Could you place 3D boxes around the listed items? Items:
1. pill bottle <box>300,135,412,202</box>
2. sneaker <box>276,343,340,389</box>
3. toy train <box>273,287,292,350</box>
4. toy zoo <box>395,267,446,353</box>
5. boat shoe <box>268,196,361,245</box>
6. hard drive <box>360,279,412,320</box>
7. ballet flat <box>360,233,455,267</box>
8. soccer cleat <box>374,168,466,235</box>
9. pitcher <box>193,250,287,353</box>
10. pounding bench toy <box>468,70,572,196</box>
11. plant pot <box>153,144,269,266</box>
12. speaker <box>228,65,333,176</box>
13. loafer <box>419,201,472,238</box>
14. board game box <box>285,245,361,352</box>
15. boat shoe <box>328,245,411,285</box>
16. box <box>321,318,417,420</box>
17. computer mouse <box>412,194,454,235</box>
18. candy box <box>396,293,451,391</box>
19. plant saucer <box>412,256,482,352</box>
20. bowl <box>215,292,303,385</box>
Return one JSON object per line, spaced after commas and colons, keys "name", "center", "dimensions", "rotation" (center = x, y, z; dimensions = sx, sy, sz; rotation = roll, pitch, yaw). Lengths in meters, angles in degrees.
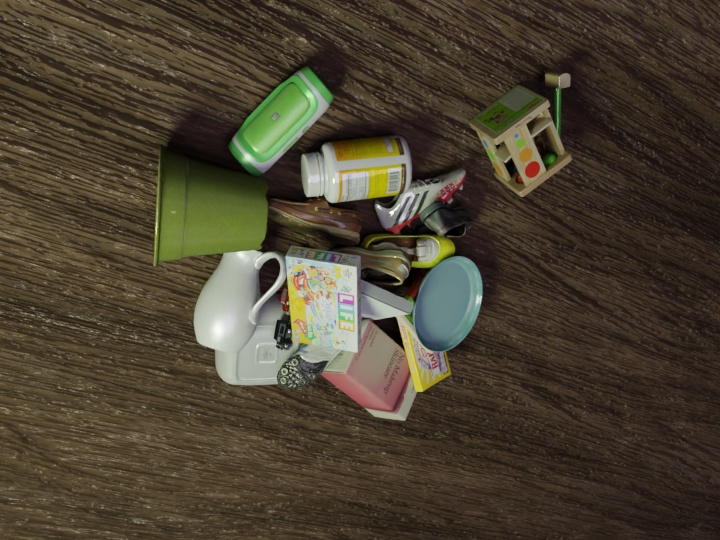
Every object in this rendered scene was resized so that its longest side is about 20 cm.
{"name": "pill bottle", "center": [-0.009, -0.187, 1.273], "dimensions": [0.194, 0.110, 0.112], "rotation": [-8, 118, -13]}
{"name": "sneaker", "center": [-0.088, 0.163, 1.384], "dimensions": [0.199, 0.072, 0.072], "rotation": [-42, 98, -5]}
{"name": "toy train", "center": [-0.139, 0.055, 1.349], "dimensions": [0.045, 0.034, 0.206], "rotation": [11, 83, -5]}
{"name": "toy zoo", "center": [0.162, 0.054, 1.449], "dimensions": [0.131, 0.020, 0.202], "rotation": [46, 67, -29]}
{"name": "boat shoe", "center": [-0.089, -0.107, 1.320], "dimensions": [0.195, 0.072, 0.069], "rotation": [16, 78, -15]}
{"name": "hard drive", "center": [-0.002, 0.065, 1.361], "dimensions": [0.130, 0.199, 0.027], "rotation": [24, 70, -25]}
{"name": "ballet flat", "center": [0.097, -0.041, 1.374], "dimensions": [0.194, 0.067, 0.069], "rotation": [3, 91, -1]}
{"name": "soccer cleat", "center": [0.118, -0.153, 1.353], "dimensions": [0.198, 0.069, 0.086], "rotation": [-34, 110, 9]}
{"name": "pitcher", "center": [-0.219, 0.050, 1.262], "dimensions": [0.120, 0.169, 0.205], "rotation": [18, 88, -55]}
{"name": "pounding bench toy", "center": [0.344, -0.269, 1.335], "dimensions": [0.198, 0.125, 0.157], "rotation": [-36, 121, 2]}
{"name": "plant pot", "center": [-0.257, -0.103, 1.180], "dimensions": [0.185, 0.201, 0.205], "rotation": [4, 115, -17]}
{"name": "speaker", "center": [-0.140, -0.263, 1.209], "dimensions": [0.200, 0.089, 0.088], "rotation": [-44, 120, 7]}
{"name": "loafer", "center": [0.178, -0.086, 1.353], "dimensions": [0.072, 0.064, 0.199], "rotation": [-40, 160, 22]}
{"name": "board game box", "center": [-0.065, 0.055, 1.256], "dimensions": [0.131, 0.035, 0.204], "rotation": [8, 128, 11]}
{"name": "boat shoe", "center": [0.000, 0.000, 1.336], "dimensions": [0.195, 0.077, 0.072], "rotation": [-3, 134, 28]}
{"name": "box", "center": [0.025, 0.210, 1.452], "dimensions": [0.199, 0.108, 0.130], "rotation": [41, 63, -29]}
{"name": "computer mouse", "center": [0.149, -0.093, 1.414], "dimensions": [0.057, 0.034, 0.204], "rotation": [18, 108, -23]}
{"name": "candy box", "center": [0.133, 0.144, 1.465], "dimensions": [0.101, 0.026, 0.205], "rotation": [-20, 99, -37]}
{"name": "plant saucer", "center": [0.175, 0.067, 1.409], "dimensions": [0.196, 0.027, 0.206], "rotation": [-14, 113, -36]}
{"name": "bowl", "center": [-0.197, 0.151, 1.403], "dimensions": [0.194, 0.075, 0.205], "rotation": [1, 114, -19]}
